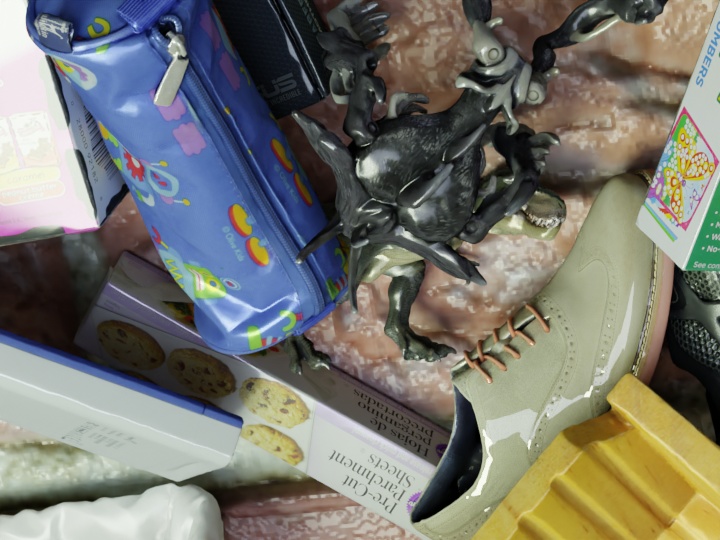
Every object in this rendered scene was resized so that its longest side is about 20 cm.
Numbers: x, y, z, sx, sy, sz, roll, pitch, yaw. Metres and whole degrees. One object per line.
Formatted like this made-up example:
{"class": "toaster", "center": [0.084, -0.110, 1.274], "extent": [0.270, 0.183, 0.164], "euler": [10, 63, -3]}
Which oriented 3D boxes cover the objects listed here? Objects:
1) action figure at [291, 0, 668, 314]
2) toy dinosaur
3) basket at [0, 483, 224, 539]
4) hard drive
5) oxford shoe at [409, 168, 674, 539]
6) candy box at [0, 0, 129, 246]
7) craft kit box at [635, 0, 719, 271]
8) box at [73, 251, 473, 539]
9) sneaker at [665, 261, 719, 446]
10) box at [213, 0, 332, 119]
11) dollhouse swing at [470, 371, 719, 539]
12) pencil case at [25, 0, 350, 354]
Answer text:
{"class": "action figure", "center": [0.043, -0.075, 1.069], "extent": [0.119, 0.102, 0.200], "euler": [42, 90, -17]}
{"class": "toy dinosaur", "center": [0.000, 0.000, 1.148], "extent": [0.199, 0.047, 0.089], "euler": [-3, 98, 11]}
{"class": "basket", "center": [-0.152, 0.233, 1.188], "extent": [0.199, 0.199, 0.162], "euler": [-10, 123, 12]}
{"class": "hard drive", "center": [-0.162, 0.050, 1.139], "extent": [0.199, 0.132, 0.026], "euler": [21, 77, -12]}
{"class": "oxford shoe", "center": [0.084, 0.044, 1.122], "extent": [0.073, 0.071, 0.201], "euler": [16, 103, -18]}
{"class": "candy box", "center": [-0.190, -0.109, 1.063], "extent": [0.135, 0.061, 0.201], "euler": [-8, 113, 17]}
{"class": "craft kit box", "center": [0.232, -0.090, 1.018], "extent": [0.199, 0.049, 0.199], "euler": [1, 117, -30]}
{"class": "box", "center": [-0.039, 0.060, 1.183], "extent": [0.199, 0.039, 0.042], "euler": [30, 116, -5]}
{"class": "sneaker", "center": [0.226, 0.039, 1.115], "extent": [0.198, 0.076, 0.115], "euler": [18, 117, 4]}
{"class": "box", "center": [-0.129, -0.117, 1.112], "extent": [0.199, 0.051, 0.158], "euler": [-20, 108, 17]}
{"class": "dollhouse swing", "center": [0.137, 0.194, 1.087], "extent": [0.200, 0.182, 0.176], "euler": [-49, 59, -1]}
{"class": "pencil case", "center": [-0.068, -0.052, 1.048], "extent": [0.078, 0.087, 0.201], "euler": [-37, 129, -13]}
